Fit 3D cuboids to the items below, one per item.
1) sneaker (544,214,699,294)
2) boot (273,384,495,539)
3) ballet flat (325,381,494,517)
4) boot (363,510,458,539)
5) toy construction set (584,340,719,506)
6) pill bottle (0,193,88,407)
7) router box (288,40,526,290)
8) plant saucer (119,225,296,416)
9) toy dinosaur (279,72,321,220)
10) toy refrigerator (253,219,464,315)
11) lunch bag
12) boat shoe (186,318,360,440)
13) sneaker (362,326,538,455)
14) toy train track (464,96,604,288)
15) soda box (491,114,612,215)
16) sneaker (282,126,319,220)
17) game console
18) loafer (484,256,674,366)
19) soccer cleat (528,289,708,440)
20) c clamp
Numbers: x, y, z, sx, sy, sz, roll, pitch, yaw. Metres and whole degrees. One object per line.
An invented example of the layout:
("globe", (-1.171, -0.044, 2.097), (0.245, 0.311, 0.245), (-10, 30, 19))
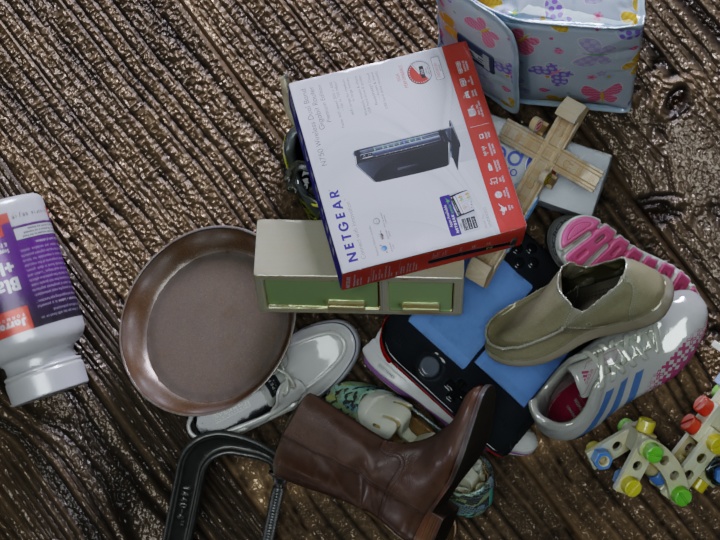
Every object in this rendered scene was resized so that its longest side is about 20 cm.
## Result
("sneaker", (0.258, 0.005, 1.697), (0.200, 0.087, 0.074), (35, 91, -23))
("boot", (0.016, 0.155, 1.659), (0.199, 0.064, 0.187), (27, 104, 21))
("ballet flat", (0.054, 0.166, 1.710), (0.200, 0.074, 0.074), (34, 93, 7))
("boot", (0.012, 0.214, 1.727), (0.200, 0.075, 0.074), (35, 95, 6))
("toy construction set", (0.327, 0.148, 1.672), (0.131, 0.092, 0.200), (35, 109, -20))
("pill bottle", (-0.347, 0.032, 1.747), (0.111, 0.111, 0.201), (-19, 88, 6))
("router box", (0.042, -0.099, 1.614), (0.179, 0.049, 0.201), (-15, 72, -7))
("plant saucer", (-0.150, 0.053, 1.736), (0.199, 0.032, 0.201), (-8, 68, 22))
("toy dinosaur", (-0.026, -0.094, 1.667), (0.200, 0.047, 0.088), (40, 74, -1))
("toy refrigerator", (0.000, 0.000, 1.649), (0.199, 0.076, 0.070), (1, 61, 1))
("lunch bag", (0.171, -0.236, 1.654), (0.199, 0.170, 0.128), (7, 67, 6))
("boat shoe", (-0.091, 0.114, 1.742), (0.199, 0.066, 0.072), (-27, 87, 6))
("sneaker", (0.102, 0.108, 1.716), (0.200, 0.075, 0.100), (35, 92, 5))
("toy train track", (0.157, -0.077, 1.651), (0.114, 0.033, 0.201), (32, 96, 25))
("soda box", (0.147, -0.113, 1.717), (0.199, 0.063, 0.069), (19, 89, 6))
("sneaker", (-0.027, -0.059, 1.725), (0.074, 0.085, 0.200), (-32, 85, 7))
("game console", (0.133, 0.058, 1.697), (0.177, 0.031, 0.200), (40, 69, 5))
("loafer", (0.196, 0.031, 1.617), (0.199, 0.076, 0.068), (-22, 126, 30))
("soccer cleat", (0.244, 0.090, 1.626), (0.200, 0.086, 0.070), (-43, 60, 11))
("c clamp", (-0.116, 0.260, 1.747), (0.170, 0.027, 0.201), (6, 105, -1))
